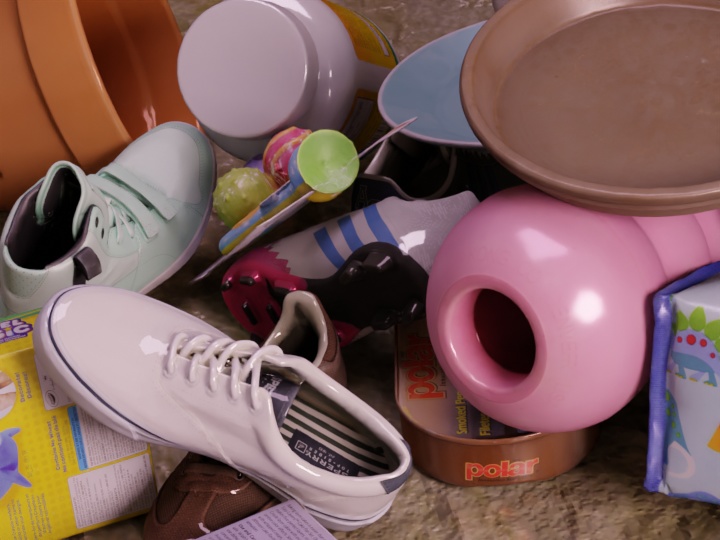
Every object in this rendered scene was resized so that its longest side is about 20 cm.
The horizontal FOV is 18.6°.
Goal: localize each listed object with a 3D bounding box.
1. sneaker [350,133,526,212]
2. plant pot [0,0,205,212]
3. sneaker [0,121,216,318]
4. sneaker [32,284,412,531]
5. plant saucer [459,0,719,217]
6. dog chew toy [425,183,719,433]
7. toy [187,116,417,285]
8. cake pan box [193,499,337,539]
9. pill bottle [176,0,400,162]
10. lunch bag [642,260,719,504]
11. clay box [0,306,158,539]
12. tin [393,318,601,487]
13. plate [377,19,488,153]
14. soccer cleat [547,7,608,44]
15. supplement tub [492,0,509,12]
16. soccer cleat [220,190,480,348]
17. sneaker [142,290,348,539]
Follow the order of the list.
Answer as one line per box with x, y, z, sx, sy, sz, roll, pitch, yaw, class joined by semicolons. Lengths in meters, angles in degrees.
0.053;-0.060;1.360;0.067;0.091;0.200;9;32;30;sneaker
-0.208;-0.126;1.462;0.139;0.201;0.201;-18;25;14;plant pot
-0.143;-0.038;1.291;0.073;0.119;0.201;26;56;12;sneaker
-0.062;0.056;1.069;0.199;0.071;0.073;26;56;-10;sneaker
0.148;-0.091;1.091;0.198;0.030;0.201;-6;41;5;plant saucer
0.123;0.004;1.128;0.124;0.126;0.199;14;25;35;dog chew toy
-0.048;-0.053;1.291;0.115;0.047;0.200;-36;5;-18;toy
-0.059;0.192;0.964;0.183;0.053;0.200;-23;31;-23;cake pan box
-0.046;-0.122;1.401;0.112;0.114;0.200;0;2;14;pill bottle
0.255;0.047;1.091;0.169;0.129;0.199;11;16;30;lunch bag
-0.209;0.093;1.116;0.198;0.116;0.048;-15;28;-14;clay box
0.074;0.052;1.205;0.111;0.042;0.201;-2;29;2;tin
0.109;-0.110;1.312;0.198;0.026;0.201;-10;27;5;plate
0.180;-0.083;1.195;0.198;0.068;0.082;19;57;-13;soccer cleat
0.203;-0.225;1.574;0.144;0.146;0.199;19;37;40;supplement tub
0.000;0.000;1.237;0.086;0.070;0.199;-43;19;-31;soccer cleat
-0.065;0.083;1.140;0.070;0.076;0.200;3;29;19;sneaker
